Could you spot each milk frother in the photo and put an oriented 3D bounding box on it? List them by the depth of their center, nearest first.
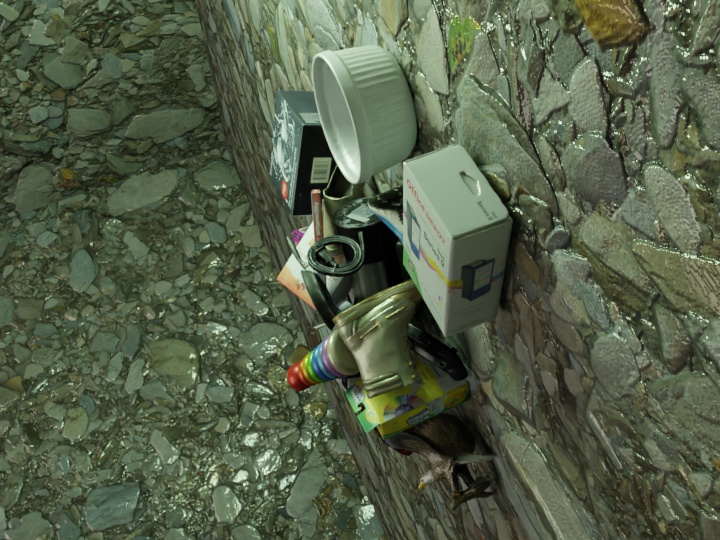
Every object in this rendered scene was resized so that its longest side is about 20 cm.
[{"bbox_3d":[0.000,0.000,1.309,0.180,0.197,0.191,43,151,56],"label":"milk frother"}]

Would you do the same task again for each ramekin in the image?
[{"bbox_3d":[0.008,-0.244,1.111,0.200,0.103,0.204,160,90,-78],"label":"ramekin"}]

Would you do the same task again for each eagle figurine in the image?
[{"bbox_3d":[0.140,0.331,1.308,0.201,0.149,0.153,54,172,31],"label":"eagle figurine"}]

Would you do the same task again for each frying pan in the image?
[{"bbox_3d":[-0.078,0.025,1.269,0.116,0.031,0.191,59,-174,-40],"label":"frying pan"}]

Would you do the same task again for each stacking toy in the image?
[{"bbox_3d":[-0.075,0.176,1.356,0.199,0.084,0.087,-31,78,47],"label":"stacking toy"}]

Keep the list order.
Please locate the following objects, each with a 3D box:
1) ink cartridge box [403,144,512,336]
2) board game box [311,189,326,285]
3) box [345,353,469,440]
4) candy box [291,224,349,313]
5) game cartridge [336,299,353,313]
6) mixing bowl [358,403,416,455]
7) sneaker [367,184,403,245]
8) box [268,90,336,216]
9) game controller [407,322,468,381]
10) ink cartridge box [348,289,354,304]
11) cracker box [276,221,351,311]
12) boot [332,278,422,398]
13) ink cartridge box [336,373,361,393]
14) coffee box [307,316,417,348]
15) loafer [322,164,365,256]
[{"bbox_3d":[0.120,-0.037,0.948,0.202,0.086,0.147,89,159,-51],"label":"ink cartridge box"},{"bbox_3d":[-0.076,-0.044,1.339,0.103,0.019,0.205,-105,11,-81],"label":"board game box"},{"bbox_3d":[0.081,0.218,1.282,0.118,0.197,0.049,-125,19,-50],"label":"box"},{"bbox_3d":[-0.084,0.009,1.606,0.136,0.060,0.204,-145,37,-69],"label":"candy box"},{"bbox_3d":[0.011,0.107,1.311,0.129,0.039,0.200,38,177,-5],"label":"game cartridge"},{"bbox_3d":[0.079,0.264,1.492,0.200,0.108,0.201,45,-168,-12],"label":"mixing bowl"},{"bbox_3d":[0.072,-0.070,1.170,0.200,0.077,0.091,-128,18,-56],"label":"sneaker"},{"bbox_3d":[-0.113,-0.246,1.514,0.183,0.102,0.203,-124,37,-50],"label":"box"},{"bbox_3d":[0.102,0.124,1.261,0.199,0.042,0.104,31,172,38],"label":"game controller"},{"bbox_3d":[-0.008,-0.004,1.597,0.200,0.086,0.148,156,94,-79],"label":"ink cartridge box"},{"bbox_3d":[-0.061,-0.026,1.455,0.133,0.202,0.058,33,180,29],"label":"cracker box"},{"bbox_3d":[0.071,0.103,1.174,0.072,0.197,0.157,47,-161,-86],"label":"boot"},{"bbox_3d":[0.056,0.195,1.391,0.099,0.196,0.040,-154,61,-70],"label":"ink cartridge box"},{"bbox_3d":[0.003,0.118,1.470,0.114,0.197,0.081,150,99,-78],"label":"coffee box"},{"bbox_3d":[-0.042,-0.127,1.385,0.075,0.068,0.204,18,101,30],"label":"loafer"}]
